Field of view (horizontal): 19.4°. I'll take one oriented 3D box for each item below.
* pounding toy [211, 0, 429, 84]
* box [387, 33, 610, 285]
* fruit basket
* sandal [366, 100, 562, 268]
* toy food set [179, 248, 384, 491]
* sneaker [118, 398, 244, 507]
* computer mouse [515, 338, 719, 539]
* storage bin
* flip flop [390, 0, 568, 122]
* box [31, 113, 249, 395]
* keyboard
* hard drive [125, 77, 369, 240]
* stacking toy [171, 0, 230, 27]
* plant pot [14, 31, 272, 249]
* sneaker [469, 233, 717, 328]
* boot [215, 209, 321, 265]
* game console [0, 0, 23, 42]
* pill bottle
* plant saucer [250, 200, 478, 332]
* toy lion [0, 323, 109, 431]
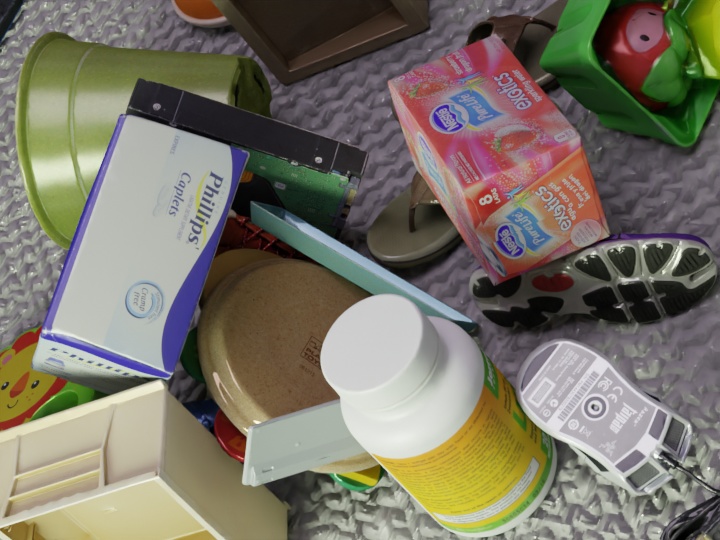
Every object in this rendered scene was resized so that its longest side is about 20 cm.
[{"bbox_3d":[-0.069,-0.293,1.932,0.200,0.184,0.142,-19,48,21],"label":"pounding toy"},{"bbox_3d":[0.104,-0.089,1.633,0.103,0.095,0.200,-24,33,-3],"label":"box"},{"bbox_3d":[0.271,-0.206,1.676,0.216,0.155,0.216,-36,32,27],"label":"fruit basket"},{"bbox_3d":[0.080,-0.082,1.760,0.201,0.057,0.080,-42,44,0],"label":"sandal"},{"bbox_3d":[-0.045,0.077,1.652,0.049,0.200,0.198,-50,22,46],"label":"toy food set"},{"bbox_3d":[-0.144,0.145,1.694,0.200,0.077,0.111,-5,20,36],"label":"sneaker"},{"bbox_3d":[0.200,0.120,1.510,0.200,0.044,0.110,38,88,26],"label":"computer mouse"},{"bbox_3d":[-0.183,0.197,1.622,0.198,0.200,0.094,-19,47,21],"label":"storage bin"},{"bbox_3d":[0.110,-0.184,1.817,0.200,0.058,0.081,-22,48,19],"label":"flip flop"},{"bbox_3d":[-0.175,-0.005,1.640,0.200,0.105,0.184,138,151,-74],"label":"box"},{"bbox_3d":[0.000,0.114,1.585,0.200,0.056,0.011,-15,35,-30],"label":"keyboard"},{"bbox_3d":[-0.102,-0.086,1.763,0.200,0.140,0.038,18,62,-2],"label":"hard drive"},{"bbox_3d":[-0.163,-0.343,2.023,0.146,0.200,0.146,-18,49,22],"label":"stacking toy"},{"bbox_3d":[-0.182,-0.124,1.897,0.190,0.200,0.200,-4,55,18],"label":"plant pot"},{"bbox_3d":[0.179,-0.012,1.630,0.200,0.081,0.083,-3,43,29],"label":"sneaker"},{"bbox_3d":[-0.074,0.000,1.769,0.200,0.107,0.075,11,61,37],"label":"boot"},{"bbox_3d":[-0.484,-0.252,2.231,0.171,0.118,0.200,7,62,38],"label":"game console"},{"bbox_3d":[0.054,0.103,1.533,0.111,0.200,0.111,-18,49,22],"label":"pill bottle"},{"bbox_3d":[0.000,0.000,1.697,0.200,0.070,0.019,30,97,20],"label":"plant saucer"},{"bbox_3d":[-0.283,0.123,1.836,0.200,0.069,0.192,2,52,49],"label":"toy lion"}]
